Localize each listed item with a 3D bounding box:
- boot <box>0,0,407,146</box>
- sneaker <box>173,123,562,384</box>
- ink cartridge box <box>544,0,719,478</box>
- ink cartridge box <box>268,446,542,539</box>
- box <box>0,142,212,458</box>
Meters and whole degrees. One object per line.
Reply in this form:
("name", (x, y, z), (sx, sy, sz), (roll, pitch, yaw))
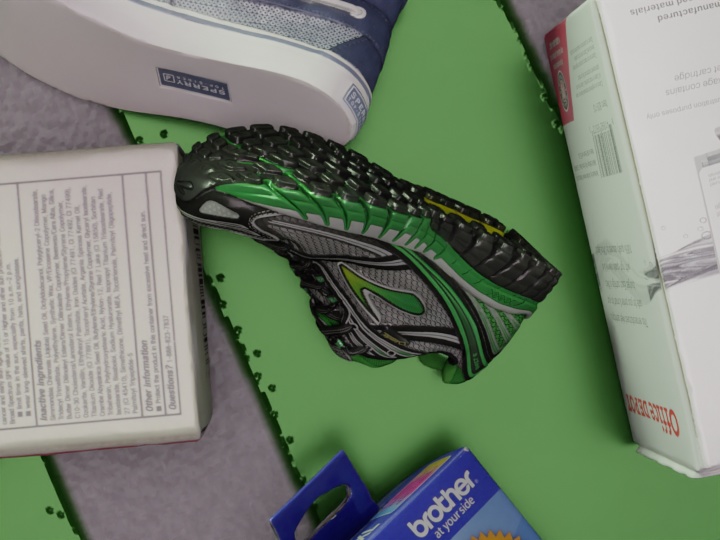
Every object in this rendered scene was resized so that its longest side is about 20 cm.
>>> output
("boot", (-0.079, -0.123, 0.924), (0.198, 0.073, 0.091), (18, 59, 9))
("sneaker", (0.000, 0.000, 0.878), (0.199, 0.078, 0.086), (24, 101, -36))
("ink cartridge box", (0.148, -0.022, 0.883), (0.082, 0.147, 0.202), (-13, 91, -3))
("ink cartridge box", (0.033, 0.176, 0.891), (0.136, 0.076, 0.200), (-41, 90, -29))
("box", (-0.169, 0.017, 0.892), (0.198, 0.109, 0.129), (-4, 90, -1))
